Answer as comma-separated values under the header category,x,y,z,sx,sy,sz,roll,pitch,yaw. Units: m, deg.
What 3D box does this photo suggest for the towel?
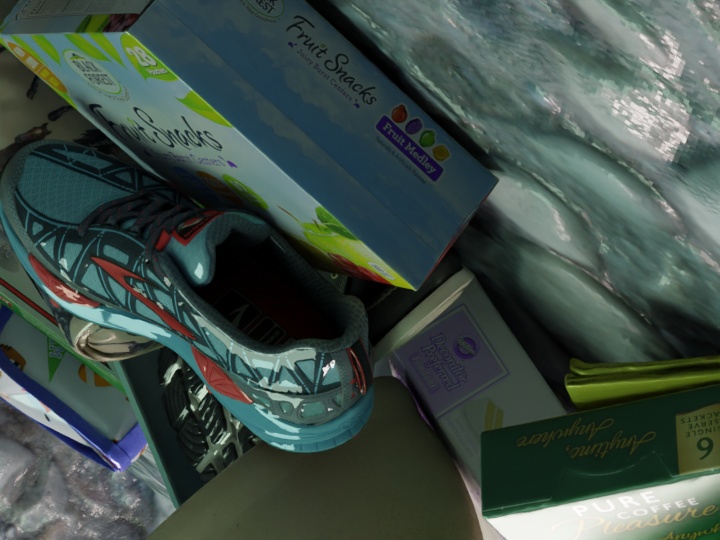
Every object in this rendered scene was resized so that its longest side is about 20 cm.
category,x,y,z,sx,sy,sz,roll,pitch,yaw
towel,0.154,0.086,1.092,0.086,0.018,0.200,-7,149,17

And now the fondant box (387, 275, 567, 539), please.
category,x,y,z,sx,sy,sz,roll,pitch,yaw
fondant box,0.077,0.102,1.255,0.144,0.058,0.200,57,173,19

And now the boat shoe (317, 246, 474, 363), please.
category,x,y,z,sx,sy,sz,roll,pitch,yaw
boat shoe,0.000,0.000,1.157,0.068,0.072,0.200,50,175,-11

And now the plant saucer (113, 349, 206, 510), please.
category,x,y,z,sx,sy,sz,roll,pitch,yaw
plant saucer,-0.100,0.036,1.259,0.019,0.070,0.200,-55,52,45

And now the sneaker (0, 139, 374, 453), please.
category,x,y,z,sx,sy,sz,roll,pitch,yaw
sneaker,-0.071,-0.008,1.078,0.200,0.079,0.096,32,150,11

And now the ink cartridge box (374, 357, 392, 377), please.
category,x,y,z,sx,sy,sz,roll,pitch,yaw
ink cartridge box,0.050,0.145,1.389,0.176,0.045,0.200,43,-159,-21

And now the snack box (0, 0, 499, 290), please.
category,x,y,z,sx,sy,sz,roll,pitch,yaw
snack box,-0.056,-0.073,1.075,0.169,0.068,0.200,42,167,-22

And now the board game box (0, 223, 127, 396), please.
category,x,y,z,sx,sy,sz,roll,pitch,yaw
board game box,-0.116,-0.009,1.324,0.200,0.135,0.029,35,166,13

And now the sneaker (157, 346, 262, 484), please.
category,x,y,z,sx,sy,sz,roll,pitch,yaw
sneaker,-0.052,0.024,1.236,0.080,0.200,0.078,18,137,-29

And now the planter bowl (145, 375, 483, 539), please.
category,x,y,z,sx,sy,sz,roll,pitch,yaw
planter bowl,-0.015,0.166,1.170,0.135,0.200,0.200,49,171,14

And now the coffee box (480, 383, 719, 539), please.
category,x,y,z,sx,sy,sz,roll,pitch,yaw
coffee box,0.145,0.117,1.084,0.123,0.044,0.200,-14,147,24

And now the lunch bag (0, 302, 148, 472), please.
category,x,y,z,sx,sy,sz,roll,pitch,yaw
lunch bag,-0.147,0.008,1.403,0.200,0.170,0.124,30,164,42

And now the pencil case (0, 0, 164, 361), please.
category,x,y,z,sx,sy,sz,roll,pitch,yaw
pencil case,-0.137,-0.047,1.198,0.200,0.089,0.078,59,171,23
